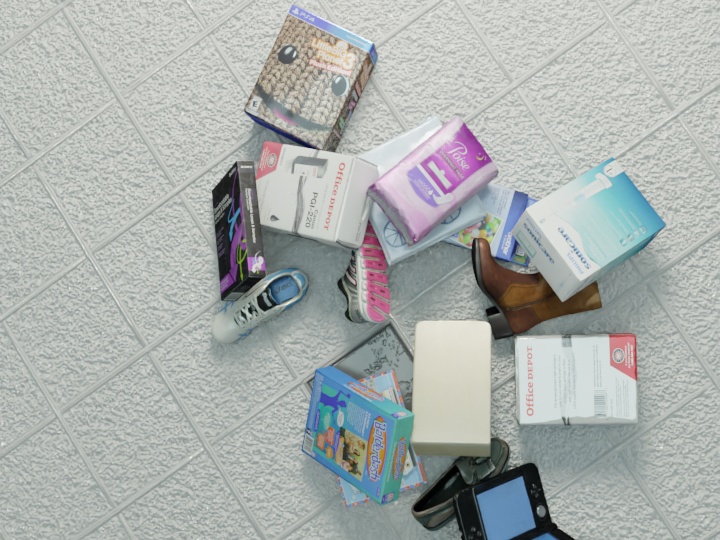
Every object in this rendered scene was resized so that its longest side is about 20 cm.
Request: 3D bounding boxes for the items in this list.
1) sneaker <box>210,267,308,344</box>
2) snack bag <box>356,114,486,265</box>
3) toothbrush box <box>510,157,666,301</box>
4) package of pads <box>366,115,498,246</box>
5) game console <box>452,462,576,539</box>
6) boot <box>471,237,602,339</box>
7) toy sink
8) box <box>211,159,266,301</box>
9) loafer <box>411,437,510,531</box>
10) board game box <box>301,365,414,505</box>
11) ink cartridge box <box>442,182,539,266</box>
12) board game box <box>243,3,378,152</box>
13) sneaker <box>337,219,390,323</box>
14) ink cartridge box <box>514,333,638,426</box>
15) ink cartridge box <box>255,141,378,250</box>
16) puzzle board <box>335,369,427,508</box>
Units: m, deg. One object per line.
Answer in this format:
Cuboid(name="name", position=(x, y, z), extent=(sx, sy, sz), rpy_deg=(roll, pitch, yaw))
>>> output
Cuboid(name="sneaker", position=(-0.177, 0.058, 1.778), extent=(0.198, 0.072, 0.073), rpy_deg=(-34, 86, 5))
Cuboid(name="snack bag", position=(0.089, -0.137, 1.746), extent=(0.186, 0.021, 0.203), rpy_deg=(-26, 81, 0))
Cuboid(name="toothbrush box", position=(0.368, -0.068, 1.674), extent=(0.198, 0.086, 0.147), rpy_deg=(-30, 74, -23))
Cuboid(name="package of pads", position=(0.118, -0.144, 1.682), extent=(0.199, 0.076, 0.121), rpy_deg=(-39, 89, -15))
Cuboid(name="game console", position=(0.267, 0.411, 1.643), extent=(0.198, 0.116, 0.179), rpy_deg=(-10, 83, -39))
Cuboid(name="boot", position=(0.292, 0.007, 1.713), extent=(0.197, 0.069, 0.191), rpy_deg=(-19, 103, 5))
Cuboid(name="toy sink", position=(0.152, 0.197, 1.704), extent=(0.128, 0.112, 0.204), rpy_deg=(-1, 70, 7))
Cuboid(name="box", position=(-0.208, -0.066, 1.737), extent=(0.035, 0.143, 0.204), rpy_deg=(2, 72, -26))
Cuboid(name="loafer", position=(0.167, 0.353, 1.720), extent=(0.200, 0.063, 0.072), rpy_deg=(-46, 45, 4))
Cuboid(name="board game box", position=(-0.007, 0.267, 1.692), extent=(0.198, 0.045, 0.155), rpy_deg=(26, 112, 41))
Cuboid(name="ink cartridge box", position=(0.207, -0.091, 1.763), extent=(0.196, 0.042, 0.122), rpy_deg=(18, 89, 5))
Cuboid(name="board game box", position=(-0.083, -0.322, 1.773), extent=(0.157, 0.097, 0.203), rpy_deg=(25, 90, 6))
Cuboid(name="sneaker", position=(0.000, 0.000, 1.759), extent=(0.087, 0.073, 0.204), rpy_deg=(-24, 61, 45))
Cuboid(name="ink cartridge box", position=(0.353, 0.179, 1.711), extent=(0.196, 0.084, 0.148), rpy_deg=(-1, 88, 5))
Cuboid(name="ink cartridge box", position=(-0.082, -0.126, 1.733), extent=(0.197, 0.084, 0.149), rpy_deg=(13, 89, 31))
Cuboid(name="puzzle board", position=(0.016, 0.289, 1.774), extent=(0.148, 0.017, 0.204), rpy_deg=(-18, 86, 5))
